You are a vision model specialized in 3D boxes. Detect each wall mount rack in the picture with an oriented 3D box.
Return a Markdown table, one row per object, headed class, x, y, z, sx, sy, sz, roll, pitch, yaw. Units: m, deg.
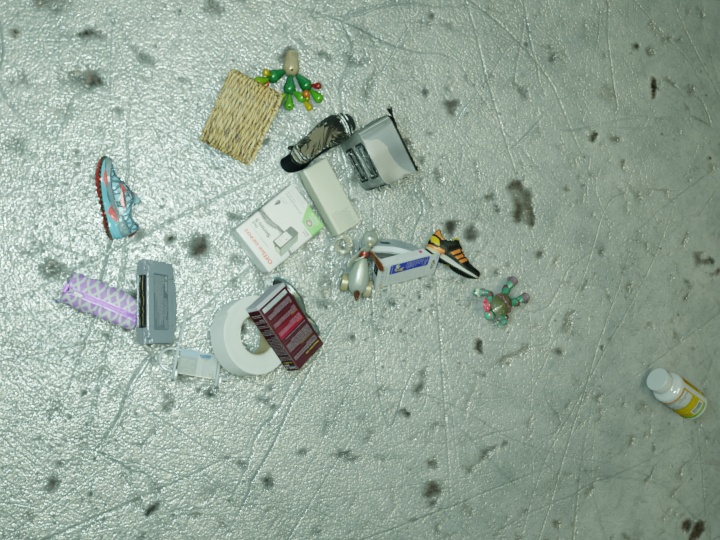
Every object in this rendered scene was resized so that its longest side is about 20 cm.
| class | x | y | z | sx | sy | sz | roll | pitch | yaw |
| --- | --- | --- | --- | --- | --- | --- | --- | --- | --- |
| wall mount rack | -0.406 | 0.205 | 1.597 | 0.198 | 0.074 | 0.176 | 14 | 66 | -22 |

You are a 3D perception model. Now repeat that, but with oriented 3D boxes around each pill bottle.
| class | x | y | z | sx | sy | sz | roll | pitch | yaw |
| --- | --- | --- | --- | --- | --- | --- | --- | --- | --- |
| pill bottle | 1.089 | 0.421 | 2.161 | 0.199 | 0.111 | 0.112 | 33 | 78 | -18 |

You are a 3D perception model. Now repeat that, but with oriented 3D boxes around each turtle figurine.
| class | x | y | z | sx | sy | sz | roll | pitch | yaw |
| --- | --- | --- | --- | --- | --- | --- | --- | --- | --- |
| turtle figurine | 0.423 | 0.107 | 1.914 | 0.199 | 0.100 | 0.151 | -32 | 101 | -24 |

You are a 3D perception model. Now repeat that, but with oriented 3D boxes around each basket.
| class | x | y | z | sx | sy | sz | roll | pitch | yaw |
| --- | --- | --- | --- | --- | --- | --- | --- | --- | --- |
| basket | -0.301 | -0.388 | 1.595 | 0.148 | 0.143 | 0.202 | 24 | 99 | -13 |

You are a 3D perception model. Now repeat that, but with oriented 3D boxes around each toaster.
| class | x | y | z | sx | sy | sz | roll | pitch | yaw |
| --- | --- | --- | --- | --- | --- | --- | --- | --- | --- |
| toaster | 0.049 | -0.324 | 1.721 | 0.118 | 0.181 | 0.202 | -31 | 101 | -17 |

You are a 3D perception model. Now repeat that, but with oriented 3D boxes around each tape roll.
| class | x | y | z | sx | sy | sz | roll | pitch | yaw |
| --- | --- | --- | --- | --- | --- | --- | --- | --- | --- |
| tape roll | -0.283 | 0.168 | 1.607 | 0.201 | 0.070 | 0.205 | 12 | 73 | -41 |

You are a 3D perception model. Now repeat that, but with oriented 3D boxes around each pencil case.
| class | x | y | z | sx | sy | sz | roll | pitch | yaw |
| --- | --- | --- | --- | --- | --- | --- | --- | --- | --- |
| pencil case | -0.620 | 0.075 | 1.507 | 0.198 | 0.085 | 0.085 | 25 | 76 | -20 |

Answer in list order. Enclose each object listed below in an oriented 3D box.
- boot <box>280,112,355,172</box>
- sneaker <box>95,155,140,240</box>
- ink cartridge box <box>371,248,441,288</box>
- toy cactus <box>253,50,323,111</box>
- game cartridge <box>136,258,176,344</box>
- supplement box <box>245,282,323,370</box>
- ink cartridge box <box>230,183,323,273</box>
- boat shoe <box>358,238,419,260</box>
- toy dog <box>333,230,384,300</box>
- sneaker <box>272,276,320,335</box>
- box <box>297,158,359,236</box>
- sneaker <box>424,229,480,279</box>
| class | x | y | z | sx | sy | sz | roll | pitch | yaw |
| --- | --- | --- | --- | --- | --- | --- | --- | --- | --- |
| boot | -0.119 | -0.337 | 1.660 | 0.199 | 0.168 | 0.077 | -38 | 102 | -12 |
| sneaker | -0.593 | -0.181 | 1.534 | 0.095 | 0.079 | 0.203 | -12 | 102 | -30 |
| ink cartridge box | 0.131 | -0.010 | 1.795 | 0.197 | 0.095 | 0.037 | -12 | 53 | -18 |
| toy cactus | -0.192 | -0.516 | 1.684 | 0.197 | 0.102 | 0.167 | 5 | 78 | -11 |
| game cartridge | -0.498 | 0.079 | 1.531 | 0.040 | 0.133 | 0.203 | -4 | 82 | 16 |
| supplement box | -0.193 | 0.146 | 1.606 | 0.109 | 0.061 | 0.201 | -43 | 109 | -38 |
| ink cartridge box | -0.221 | -0.110 | 1.664 | 0.200 | 0.084 | 0.146 | -42 | 104 | -16 |
| boat shoe | 0.080 | -0.046 | 1.796 | 0.198 | 0.070 | 0.067 | 2 | 118 | -33 |
| toy dog | 0.000 | 0.000 | 1.707 | 0.130 | 0.097 | 0.202 | -7 | 121 | 0 |
| sneaker | -0.187 | 0.112 | 1.683 | 0.081 | 0.073 | 0.201 | -33 | 100 | -17 |
| box | -0.088 | -0.200 | 1.726 | 0.082 | 0.068 | 0.202 | -31 | 100 | -19 |
| sneaker | 0.290 | -0.048 | 1.872 | 0.199 | 0.070 | 0.091 | 29 | 83 | -17 |
